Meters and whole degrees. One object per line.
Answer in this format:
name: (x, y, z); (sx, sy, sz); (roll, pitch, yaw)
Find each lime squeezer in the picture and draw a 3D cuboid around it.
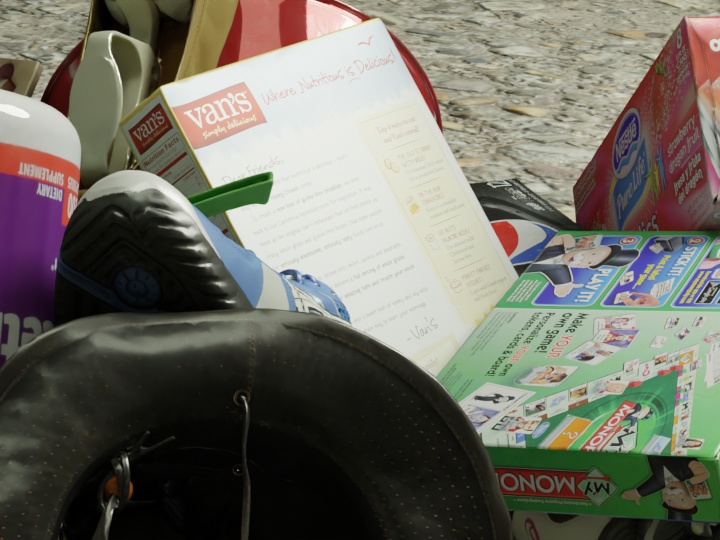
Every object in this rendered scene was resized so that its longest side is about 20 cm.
lime squeezer: (-0.138, -0.021, 0.922); (0.198, 0.071, 0.038); (11, 43, -10)

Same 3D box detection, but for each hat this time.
hat: (-0.051, 0.109, 0.794); (0.199, 0.202, 0.081); (-5, -18, -20)

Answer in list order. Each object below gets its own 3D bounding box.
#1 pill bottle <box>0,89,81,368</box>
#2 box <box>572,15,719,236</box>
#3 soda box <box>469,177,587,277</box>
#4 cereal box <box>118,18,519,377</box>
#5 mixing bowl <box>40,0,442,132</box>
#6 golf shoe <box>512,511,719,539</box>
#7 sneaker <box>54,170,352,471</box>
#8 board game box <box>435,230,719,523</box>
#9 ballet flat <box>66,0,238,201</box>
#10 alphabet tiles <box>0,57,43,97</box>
pill bottle: (-0.159, 0.039, 0.838); (0.111, 0.202, 0.112); (3, -6, 0)
box: (0.174, -0.036, 1.127); (0.099, 0.096, 0.200); (-2, -21, -11)
soda box: (0.084, 0.017, 1.152); (0.063, 0.071, 0.200); (-8, 21, -18)
cereal box: (0.000, 0.000, 1.016); (0.143, 0.201, 0.039); (-22, -9, -45)
mixing bowl: (-0.054, -0.024, 1.125); (0.198, 0.201, 0.109); (0, 43, -6)
golf shoe: (0.144, 0.075, 0.981); (0.088, 0.078, 0.199); (9, 19, 36)
sneaker: (-0.048, 0.027, 0.869); (0.075, 0.200, 0.077); (-6, 50, 22)
board game box: (0.108, 0.036, 0.959); (0.134, 0.029, 0.200); (1, 25, 26)
ballet flat: (-0.093, -0.102, 1.044); (0.068, 0.202, 0.063); (-4, -26, 22)
alphabet tiles: (-0.222, -0.015, 1.099); (0.166, 0.008, 0.201); (7, 63, 26)
